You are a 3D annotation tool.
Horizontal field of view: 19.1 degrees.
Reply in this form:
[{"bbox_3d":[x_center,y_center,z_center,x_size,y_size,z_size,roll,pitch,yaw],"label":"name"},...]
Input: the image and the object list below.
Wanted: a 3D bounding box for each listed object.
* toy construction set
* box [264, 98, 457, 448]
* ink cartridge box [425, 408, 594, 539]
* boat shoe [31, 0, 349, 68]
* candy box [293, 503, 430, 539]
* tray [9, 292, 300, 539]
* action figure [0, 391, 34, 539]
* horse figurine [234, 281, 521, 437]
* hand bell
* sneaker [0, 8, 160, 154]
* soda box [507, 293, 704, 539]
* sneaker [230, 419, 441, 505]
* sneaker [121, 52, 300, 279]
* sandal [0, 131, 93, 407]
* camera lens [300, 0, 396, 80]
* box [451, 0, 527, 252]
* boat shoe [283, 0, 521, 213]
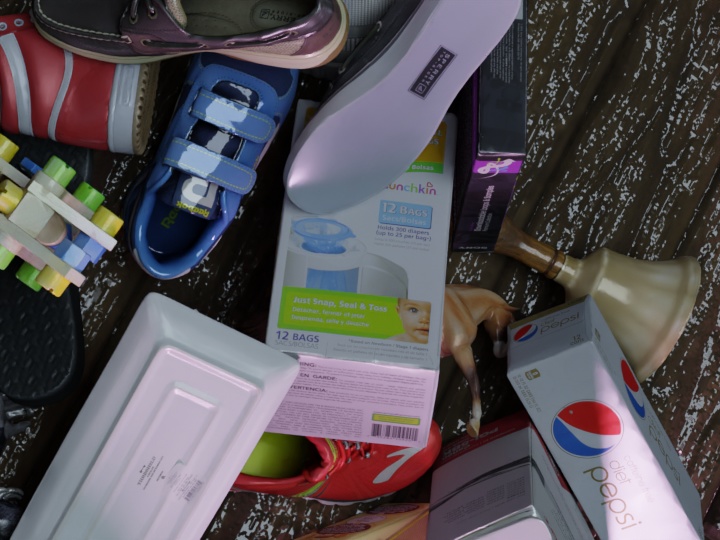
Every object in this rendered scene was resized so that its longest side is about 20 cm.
[{"bbox_3d":[-0.231,-0.065,1.285,0.092,0.131,0.200,-40,91,-3],"label":"toy construction set"},{"bbox_3d":[0.000,0.000,1.386,0.112,0.102,0.201,6,56,0],"label":"box"},{"bbox_3d":[0.109,0.200,1.438,0.083,0.200,0.147,-24,101,10],"label":"ink cartridge box"},{"bbox_3d":[-0.108,-0.166,1.296,0.199,0.065,0.074,2,73,9],"label":"boat shoe"},{"bbox_3d":[-0.019,0.236,1.427,0.199,0.055,0.116,-15,97,-45],"label":"candy box"},{"bbox_3d":[-0.127,0.120,1.293,0.107,0.022,0.201,26,105,-18],"label":"tray"},{"bbox_3d":[-0.196,0.139,1.355,0.199,0.102,0.119,-26,115,5],"label":"action figure"},{"bbox_3d":[0.018,0.038,1.469,0.199,0.050,0.133,20,54,-11],"label":"horse figurine"},{"bbox_3d":[0.133,-0.009,1.530,0.199,0.104,0.105,28,78,-11],"label":"hand bell"},{"bbox_3d":[-0.182,-0.170,1.377,0.112,0.071,0.201,5,62,3],"label":"sneaker"},{"bbox_3d":[0.175,0.118,1.514,0.068,0.064,0.201,-22,119,17],"label":"soda box"},{"bbox_3d":[-0.028,0.126,1.440,0.199,0.085,0.078,-1,91,-26],"label":"sneaker"},{"bbox_3d":[-0.093,-0.079,1.366,0.074,0.082,0.201,21,114,-11],"label":"sneaker"},{"bbox_3d":[-0.206,-0.009,1.368,0.075,0.048,0.202,-3,71,10],"label":"sandal"},{"bbox_3d":[-0.007,-0.236,1.365,0.159,0.200,0.161,0,61,-1],"label":"camera lens"},{"bbox_3d":[0.084,-0.109,1.421,0.036,0.200,0.144,2,73,-3],"label":"box"},{"bbox_3d":[0.020,-0.124,1.329,0.070,0.066,0.200,28,110,-29],"label":"boat shoe"}]
